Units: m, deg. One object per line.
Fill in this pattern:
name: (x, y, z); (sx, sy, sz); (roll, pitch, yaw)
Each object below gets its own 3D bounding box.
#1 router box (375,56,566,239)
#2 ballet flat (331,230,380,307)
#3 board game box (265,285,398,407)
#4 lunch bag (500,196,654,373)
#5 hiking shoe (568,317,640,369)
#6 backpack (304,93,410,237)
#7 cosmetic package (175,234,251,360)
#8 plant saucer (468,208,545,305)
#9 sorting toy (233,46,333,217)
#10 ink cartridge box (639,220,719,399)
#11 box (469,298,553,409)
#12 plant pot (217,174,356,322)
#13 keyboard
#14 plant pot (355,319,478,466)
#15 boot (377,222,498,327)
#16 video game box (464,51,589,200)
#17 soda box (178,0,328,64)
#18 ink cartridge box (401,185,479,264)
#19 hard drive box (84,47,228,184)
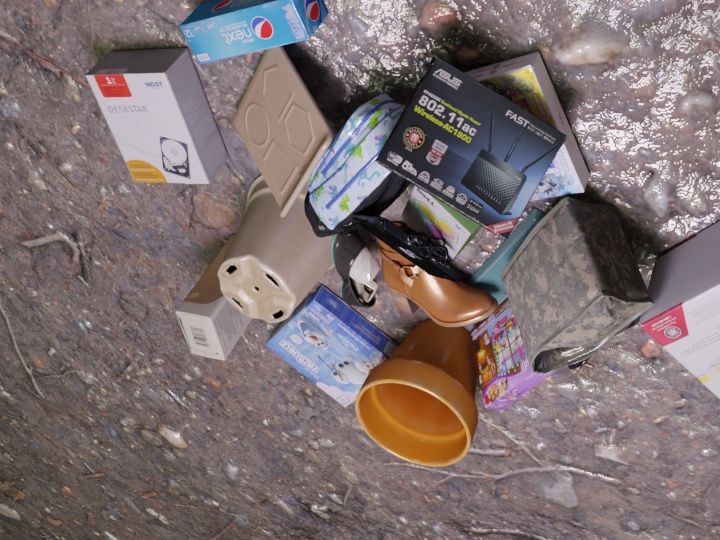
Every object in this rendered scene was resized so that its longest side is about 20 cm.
router box: (0.139, -0.153, 1.228); (0.198, 0.062, 0.151); (30, 94, -1)
ballet flat: (0.000, 0.000, 1.561); (0.068, 0.068, 0.201); (28, 159, 19)
board game box: (-0.048, 0.143, 1.762); (0.199, 0.044, 0.199); (38, 139, -9)
lunch bag: (0.285, 0.028, 1.346); (0.116, 0.166, 0.200); (8, 142, -31)
hiking shoe: (0.342, 0.103, 1.456); (0.075, 0.101, 0.199); (36, 140, -18)
backpack: (0.016, -0.150, 1.354); (0.199, 0.162, 0.155); (-20, 98, 56)
cosmetic package: (-0.225, 0.043, 1.649); (0.070, 0.201, 0.106); (9, 134, 23)
plant saucer: (0.238, -0.013, 1.469); (0.069, 0.019, 0.200); (33, 137, -4)
sorting toy: (-0.111, -0.208, 1.396); (0.202, 0.036, 0.185); (63, 143, 21)
ink cartridge box: (0.504, 0.061, 1.293); (0.200, 0.145, 0.145); (41, 137, -12)
box: (0.246, 0.111, 1.496); (0.039, 0.139, 0.200); (7, 146, -26)
plant pot: (-0.131, -0.026, 1.542); (0.198, 0.184, 0.202); (16, 137, 16)
keyboard: (0.083, -0.039, 1.372); (0.103, 0.040, 0.199); (17, 169, 45)
plant pot: (0.115, 0.189, 1.608); (0.197, 0.184, 0.202); (16, 136, 16)
boot: (0.111, 0.003, 1.505); (0.198, 0.074, 0.156); (5, 127, 35)
video game box: (0.192, -0.182, 1.312); (0.180, 0.047, 0.201); (-6, 127, 37)
soda box: (-0.148, -0.344, 1.331); (0.197, 0.068, 0.065); (-3, 129, 32)
ink cartridge box: (0.125, -0.090, 1.355); (0.104, 0.059, 0.200); (44, 164, 6)
hard drive box: (-0.316, -0.240, 1.521); (0.154, 0.077, 0.202); (3, 131, 26)
